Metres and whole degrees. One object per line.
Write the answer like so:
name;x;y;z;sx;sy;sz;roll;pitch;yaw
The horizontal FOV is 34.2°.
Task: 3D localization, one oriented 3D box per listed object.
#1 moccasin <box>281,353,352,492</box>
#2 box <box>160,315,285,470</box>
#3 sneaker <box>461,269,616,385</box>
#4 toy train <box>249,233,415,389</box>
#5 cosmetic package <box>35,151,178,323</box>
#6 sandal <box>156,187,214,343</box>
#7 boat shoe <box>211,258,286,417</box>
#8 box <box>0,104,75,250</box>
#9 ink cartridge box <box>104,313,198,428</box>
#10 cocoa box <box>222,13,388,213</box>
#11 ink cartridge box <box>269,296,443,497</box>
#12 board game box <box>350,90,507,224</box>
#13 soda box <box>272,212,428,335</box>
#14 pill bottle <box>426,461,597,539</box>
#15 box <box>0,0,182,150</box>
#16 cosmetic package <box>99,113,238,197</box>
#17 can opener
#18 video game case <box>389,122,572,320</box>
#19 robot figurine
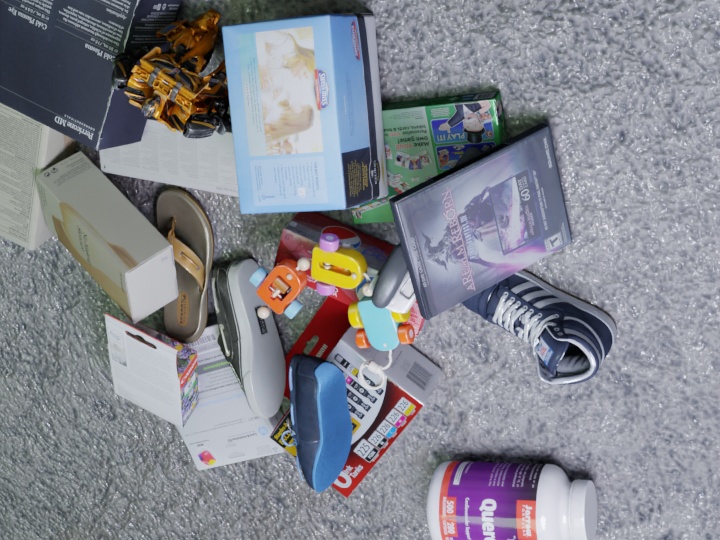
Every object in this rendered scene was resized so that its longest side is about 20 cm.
moccasin;-0.052;0.176;1.404;0.068;0.080;0.203;28;131;30
box;-0.198;0.166;1.583;0.154;0.041;0.202;-16;108;30
sneaker;0.188;0.061;1.324;0.197;0.109;0.071;21;122;11
toy train;-0.025;0.036;1.351;0.199;0.056;0.151;39;125;4
cosmetic package;-0.312;-0.042;1.442;0.200;0.071;0.106;42;150;27
sandal;-0.230;-0.002;1.482;0.079;0.054;0.204;6;102;21
boat shoe;-0.145;0.088;1.490;0.063;0.070;0.204;-10;90;36
box;-0.424;-0.139;1.493;0.094;0.078;0.202;25;123;9
ink cartridge box;-0.263;0.115;1.488;0.108;0.051;0.201;25;146;10
cocoa box;-0.057;-0.170;1.263;0.131;0.131;0.204;-1;100;23
ink cartridge box;-0.025;0.156;1.479;0.175;0.084;0.201;37;124;2
board game box;0.072;-0.124;1.324;0.197;0.029;0.137;-2;116;24
soda box;0.000;0.000;1.394;0.198;0.070;0.064;25;123;9
pill bottle;0.187;0.296;1.446;0.197;0.113;0.114;-3;115;24
box;-0.332;-0.265;1.343;0.198;0.104;0.184;26;108;13
cosmetic package;-0.222;-0.150;1.420;0.197;0.051;0.084;12;118;17
can opener;0.079;-0.040;1.260;0.053;0.067;0.201;35;96;2
video game case;0.133;-0.052;1.253;0.019;0.198;0.145;33;145;56
robot figurine;-0.183;-0.217;1.278;0.144;0.200;0.059;33;124;2
